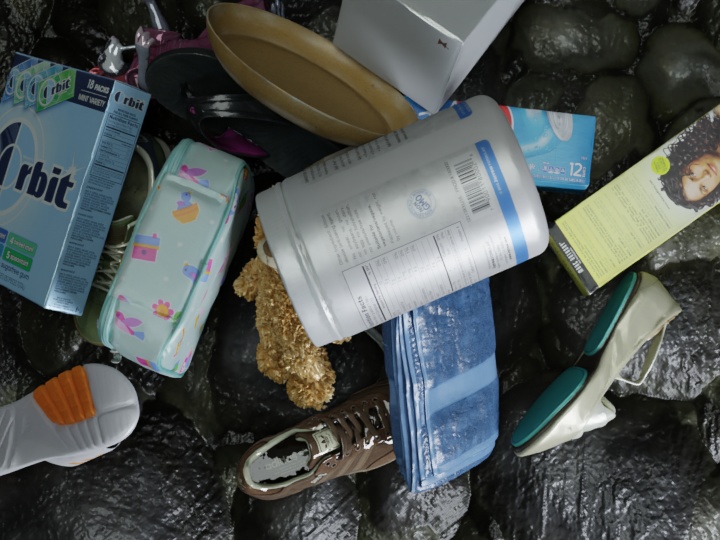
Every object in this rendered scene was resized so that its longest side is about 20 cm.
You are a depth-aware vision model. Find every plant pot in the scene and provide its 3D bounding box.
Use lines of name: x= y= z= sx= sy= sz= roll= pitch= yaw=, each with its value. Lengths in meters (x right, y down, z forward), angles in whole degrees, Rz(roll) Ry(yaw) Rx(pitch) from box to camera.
plant pot: x=-0.042 y=-0.156 z=1.041 sx=0.199 sy=0.200 sz=0.028 roll=34 pitch=112 yaw=6

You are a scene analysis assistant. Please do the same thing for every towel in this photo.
towel: x=0.073 y=0.082 z=1.084 sx=0.111 sy=0.048 sz=0.203 roll=-21 pitch=115 yaw=-32

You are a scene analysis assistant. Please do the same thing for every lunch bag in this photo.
lunch bag: x=-0.160 y=-0.005 z=1.112 sx=0.076 sy=0.160 sz=0.203 roll=23 pitch=83 yaw=1

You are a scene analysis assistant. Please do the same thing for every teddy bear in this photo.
teddy bear: x=-0.061 y=0.029 z=1.096 sx=0.066 sy=0.202 sz=0.146 roll=-14 pitch=53 yaw=-29

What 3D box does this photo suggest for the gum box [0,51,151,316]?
gum box: x=-0.280 y=-0.081 z=1.131 sx=0.169 sy=0.044 sz=0.203 roll=20 pitch=92 yaw=43

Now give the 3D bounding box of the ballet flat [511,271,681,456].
ballet flat: x=0.214 y=0.095 z=1.121 sx=0.069 sy=0.069 sz=0.201 roll=36 pitch=90 yaw=6

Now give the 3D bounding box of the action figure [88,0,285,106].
action figure: x=-0.158 y=-0.187 z=1.169 sx=0.197 sy=0.135 sz=0.150 roll=-7 pitch=128 yaw=17

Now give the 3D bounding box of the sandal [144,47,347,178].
sandal: x=-0.095 y=-0.126 z=1.092 sx=0.199 sy=0.048 sz=0.075 roll=29 pitch=127 yaw=-16

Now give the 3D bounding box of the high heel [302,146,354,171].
high heel: x=0.053 y=-0.050 z=1.113 sx=0.196 sy=0.143 sz=0.072 roll=5 pitch=65 yaw=12

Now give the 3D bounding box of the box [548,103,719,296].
box: x=0.263 y=-0.063 z=1.131 sx=0.199 sy=0.050 sz=0.076 roll=-36 pitch=84 yaw=2

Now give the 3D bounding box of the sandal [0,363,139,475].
sandal: x=-0.278 y=0.143 z=1.165 sx=0.204 sy=0.059 sz=0.080 roll=-19 pitch=67 yaw=24

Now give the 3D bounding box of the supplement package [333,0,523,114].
supplement package: x=0.083 y=-0.261 z=1.093 sx=0.117 sy=0.117 sz=0.201 roll=35 pitch=66 yaw=5

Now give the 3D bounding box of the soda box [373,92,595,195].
soda box: x=0.108 y=-0.113 z=1.138 sx=0.196 sy=0.068 sz=0.065 roll=6 pitch=87 yaw=5

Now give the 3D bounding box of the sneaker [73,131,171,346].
sneaker: x=-0.227 y=-0.032 z=1.150 sx=0.066 sy=0.090 sz=0.203 roll=16 pitch=88 yaw=5

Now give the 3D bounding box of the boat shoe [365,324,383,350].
boat shoe: x=-0.001 y=0.002 z=1.141 sx=0.074 sy=0.065 sz=0.203 roll=-35 pitch=84 yaw=2

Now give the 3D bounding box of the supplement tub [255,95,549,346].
supplement tub: x=0.033 y=-0.038 z=0.967 sx=0.197 sy=0.132 sz=0.134 roll=-22 pitch=85 yaw=3

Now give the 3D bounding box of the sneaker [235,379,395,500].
sneaker: x=-0.019 y=0.155 z=1.128 sx=0.198 sy=0.076 sz=0.071 roll=-27 pitch=84 yaw=3
